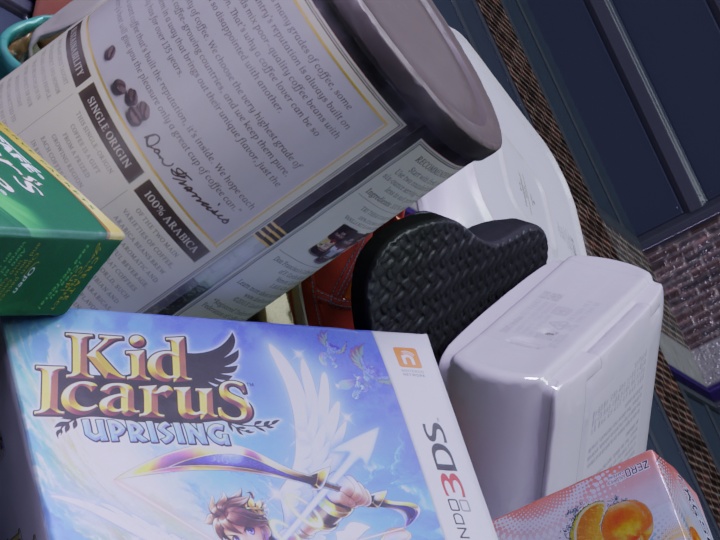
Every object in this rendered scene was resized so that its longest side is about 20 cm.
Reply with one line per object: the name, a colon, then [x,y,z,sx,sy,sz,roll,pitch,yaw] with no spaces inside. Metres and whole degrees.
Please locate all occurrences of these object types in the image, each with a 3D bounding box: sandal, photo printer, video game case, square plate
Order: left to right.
video game case: [-0.041,0.101,0.949,0.200,0.045,0.182,5,49,-31]
sandal: [0.031,0.006,1.122,0.200,0.045,0.075,-6,114,-67]
square plate: [0.076,-0.037,1.293,0.198,0.028,0.200,47,25,-42]
photo printer: [0.083,0.111,1.158,0.166,0.069,0.201,-37,135,-58]

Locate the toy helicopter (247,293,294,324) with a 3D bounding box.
toy helicopter: [-0.044,0.050,1.115,0.079,0.132,0.201,0,68,-32]

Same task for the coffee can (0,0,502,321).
coffee can: [-0.063,-0.055,1.027,0.146,0.200,0.146,51,14,-18]

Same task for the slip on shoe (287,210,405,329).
slip on shoe: [0.000,0.000,1.157,0.074,0.061,0.201,-28,111,-69]

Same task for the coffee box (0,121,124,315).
coffee box: [-0.170,-0.037,0.862,0.123,0.044,0.200,41,10,14]

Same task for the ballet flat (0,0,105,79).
ballet flat: [-0.075,-0.105,1.114,0.067,0.199,0.070,-94,168,-47]

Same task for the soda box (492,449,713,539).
soda box: [0.055,0.151,1.032,0.064,0.200,0.069,44,25,-55]

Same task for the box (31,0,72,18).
box: [-0.077,-0.129,1.263,0.106,0.152,0.200,59,13,-26]
